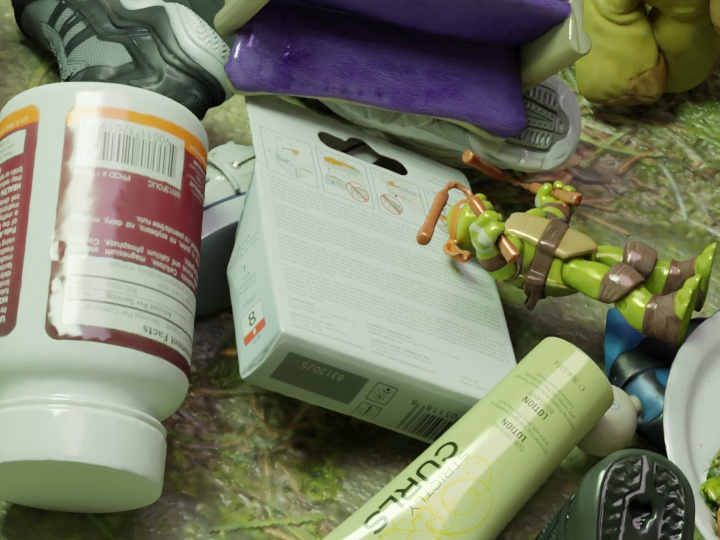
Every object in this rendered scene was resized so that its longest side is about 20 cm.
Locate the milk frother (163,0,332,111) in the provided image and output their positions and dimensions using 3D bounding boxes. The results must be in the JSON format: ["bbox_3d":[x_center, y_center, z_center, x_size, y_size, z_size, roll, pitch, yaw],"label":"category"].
[{"bbox_3d":[-0.001,-0.222,1.502,0.188,0.200,0.180,-31,62,-35],"label":"milk frother"}]

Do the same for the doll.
[{"bbox_3d":[0.191,0.056,1.362,0.200,0.049,0.137,-23,61,-32],"label":"doll"}]

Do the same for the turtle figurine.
[{"bbox_3d":[0.109,-0.006,1.341,0.161,0.065,0.200,20,13,13],"label":"turtle figurine"}]

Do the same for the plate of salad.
[{"bbox_3d":[0.254,0.099,1.302,0.199,0.048,0.201,13,56,-19],"label":"plate of salad"}]

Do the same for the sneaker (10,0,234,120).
[{"bbox_3d":[-0.167,-0.114,1.438,0.200,0.076,0.114,23,67,43],"label":"sneaker"}]

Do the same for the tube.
[{"bbox_3d":[0.050,0.117,1.247,0.200,0.052,0.058,-43,35,-20],"label":"tube"}]

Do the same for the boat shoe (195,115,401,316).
[{"bbox_3d":[-0.070,-0.045,1.393,0.086,0.075,0.202,37,46,24],"label":"boat shoe"}]

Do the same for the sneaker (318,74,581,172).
[{"bbox_3d":[0.026,-0.101,1.452,0.199,0.099,0.078,24,71,-17],"label":"sneaker"}]

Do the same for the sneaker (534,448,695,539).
[{"bbox_3d":[0.112,0.195,1.196,0.076,0.114,0.200,12,71,-7],"label":"sneaker"}]

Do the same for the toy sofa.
[{"bbox_3d":[0.024,-0.141,1.359,0.199,0.083,0.098,9,73,-21],"label":"toy sofa"}]

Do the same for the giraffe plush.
[{"bbox_3d":[0.220,-0.193,1.488,0.162,0.200,0.173,12,56,42],"label":"giraffe plush"}]

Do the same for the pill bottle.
[{"bbox_3d":[-0.140,0.015,1.246,0.114,0.114,0.201,6,69,-6],"label":"pill bottle"}]

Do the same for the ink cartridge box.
[{"bbox_3d":[0.000,0.000,1.343,0.162,0.050,0.200,20,35,-27],"label":"ink cartridge box"}]
